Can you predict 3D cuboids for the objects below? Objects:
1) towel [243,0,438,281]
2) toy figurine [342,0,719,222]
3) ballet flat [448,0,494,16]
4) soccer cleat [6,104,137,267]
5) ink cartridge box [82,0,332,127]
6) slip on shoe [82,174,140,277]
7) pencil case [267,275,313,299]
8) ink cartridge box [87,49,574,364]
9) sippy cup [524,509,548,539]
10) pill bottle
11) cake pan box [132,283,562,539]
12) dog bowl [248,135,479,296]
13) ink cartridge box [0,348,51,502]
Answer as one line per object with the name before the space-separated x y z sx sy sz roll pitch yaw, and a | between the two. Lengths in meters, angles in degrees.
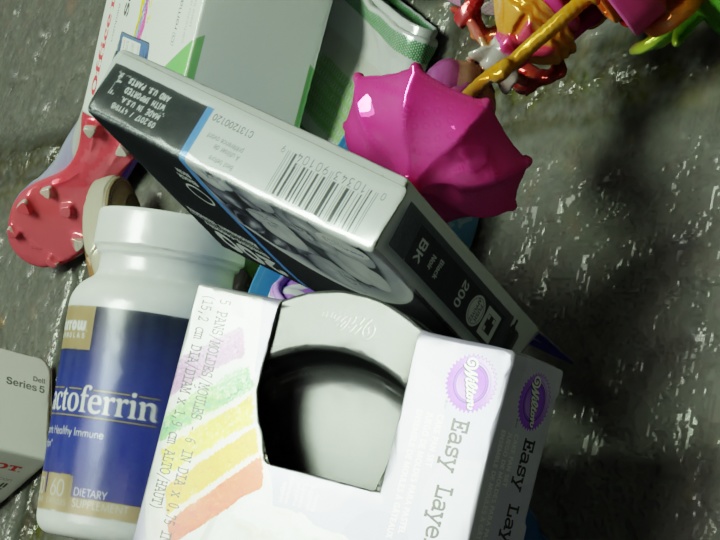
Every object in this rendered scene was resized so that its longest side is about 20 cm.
towel | -0.029 -0.082 1.363 0.201 0.030 0.149 -64 31 15
toy figurine | 0.071 -0.106 1.054 0.184 0.150 0.200 -40 14 3
ballet flat | 0.037 -0.195 1.268 0.069 0.071 0.200 -40 30 -12
soccer cleat | -0.194 -0.078 1.611 0.200 0.066 0.077 -53 5 39
ink cartridge box | -0.099 -0.146 1.400 0.200 0.087 0.147 -148 71 -66
slip on shoe | -0.147 0.013 1.485 0.060 0.076 0.201 -15 43 9
pencil case | -0.032 0.100 1.194 0.084 0.085 0.202 -48 -23 -62
ink cartridge box | -0.013 -0.015 1.086 0.197 0.200 0.044 26 79 37
sippy cup | 0.019 0.151 1.089 0.130 0.139 0.179 -8 105 45
pill bottle | -0.128 0.067 1.354 0.115 0.115 0.202 -2 78 57
cake pan box | -0.015 0.112 1.009 0.183 0.052 0.202 13 85 33
dog bowl | 0.000 0.000 1.258 0.201 0.049 0.112 -55 35 26
ink cartridge box | -0.337 0.130 1.642 0.200 0.145 0.085 -40 44 43
